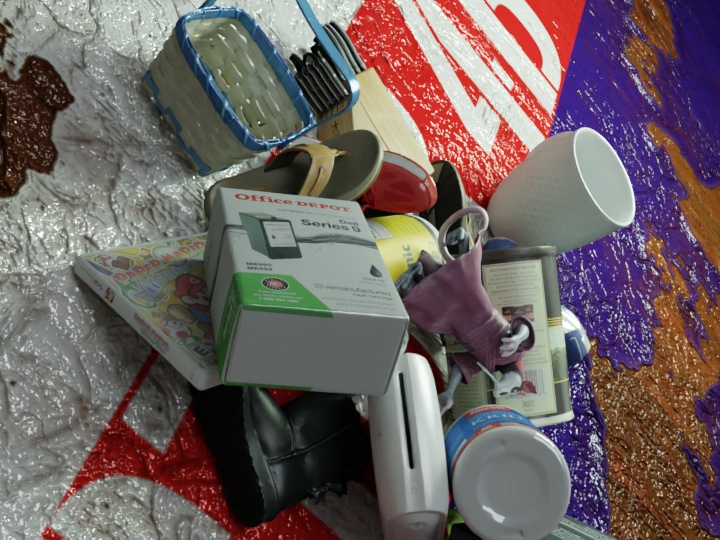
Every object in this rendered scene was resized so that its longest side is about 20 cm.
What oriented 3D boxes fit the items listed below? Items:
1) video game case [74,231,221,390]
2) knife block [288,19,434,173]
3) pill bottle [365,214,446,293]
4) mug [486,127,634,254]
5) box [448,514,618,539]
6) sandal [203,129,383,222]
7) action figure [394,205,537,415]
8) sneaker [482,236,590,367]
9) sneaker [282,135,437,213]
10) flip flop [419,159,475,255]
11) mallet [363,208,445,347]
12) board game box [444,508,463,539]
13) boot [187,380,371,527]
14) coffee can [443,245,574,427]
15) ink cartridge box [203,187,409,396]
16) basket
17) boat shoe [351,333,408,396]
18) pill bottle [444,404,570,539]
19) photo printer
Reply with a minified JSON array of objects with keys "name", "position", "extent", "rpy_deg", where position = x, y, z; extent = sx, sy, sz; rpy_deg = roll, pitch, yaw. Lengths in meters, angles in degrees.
[{"name":"video game case","position":[-0.132,0.026,0.932],"extent":[0.182,0.023,0.199],"rpy_deg":[37,30,26]},{"name":"knife block","position":[0.000,-0.210,1.264],"extent":[0.199,0.064,0.177],"rpy_deg":[23,53,-39]},{"name":"pill bottle","position":[0.000,0.000,1.104],"extent":[0.199,0.111,0.112],"rpy_deg":[-10,76,-50]},{"name":"mug","position":[0.276,-0.116,1.433],"extent":[0.147,0.175,0.202],"rpy_deg":[36,45,-30]},{"name":"box","position":[0.170,0.364,1.014],"extent":[0.199,0.117,0.199],"rpy_deg":[8,96,-45]},{"name":"sandal","position":[-0.067,-0.097,1.029],"extent":[0.198,0.054,0.081],"rpy_deg":[-18,62,-10]},{"name":"action figure","position":[0.122,0.059,1.081],"extent":[0.200,0.133,0.149],"rpy_deg":[49,36,-18]},{"name":"sneaker","position":[0.209,0.063,1.341],"extent":[0.200,0.080,0.115],"rpy_deg":[51,43,-4]},{"name":"sneaker","position":[-0.024,-0.076,1.090],"extent":[0.116,0.198,0.079],"rpy_deg":[-52,142,-38]},{"name":"flip flop","position":[0.120,-0.043,1.300],"extent":[0.057,0.080,0.202],"rpy_deg":[-10,80,-67]},{"name":"mallet","position":[0.077,-0.001,1.228],"extent":[0.041,0.066,0.201],"rpy_deg":[-37,98,-50]},{"name":"board game box","position":[0.150,0.320,1.139],"extent":[0.199,0.047,0.103],"rpy_deg":[8,63,-46]},{"name":"boot","position":[-0.072,0.139,0.973],"extent":[0.162,0.073,0.200],"rpy_deg":[-13,85,-50]},{"name":"coffee can","position":[0.169,0.079,1.185],"extent":[0.146,0.145,0.203],"rpy_deg":[-3,86,-49]},{"name":"ink cartridge box","position":[-0.056,0.013,0.885],"extent":[0.144,0.085,0.201],"rpy_deg":[5,31,-18]},{"name":"basket","position":[-0.113,-0.204,1.019],"extent":[0.139,0.199,0.178],"rpy_deg":[-34,95,-51]},{"name":"boat shoe","position":[0.015,0.063,1.017],"extent":[0.066,0.201,0.074],"rpy_deg":[-1,60,-14]},{"name":"pill bottle","position":[0.138,0.196,1.008],"extent":[0.113,0.111,0.200],"rpy_deg":[61,-1,-2]},{"name":"photo printer","position":[0.046,0.183,0.997],"extent":[0.201,0.069,0.168],"rpy_deg":[84,0,-63]}]
